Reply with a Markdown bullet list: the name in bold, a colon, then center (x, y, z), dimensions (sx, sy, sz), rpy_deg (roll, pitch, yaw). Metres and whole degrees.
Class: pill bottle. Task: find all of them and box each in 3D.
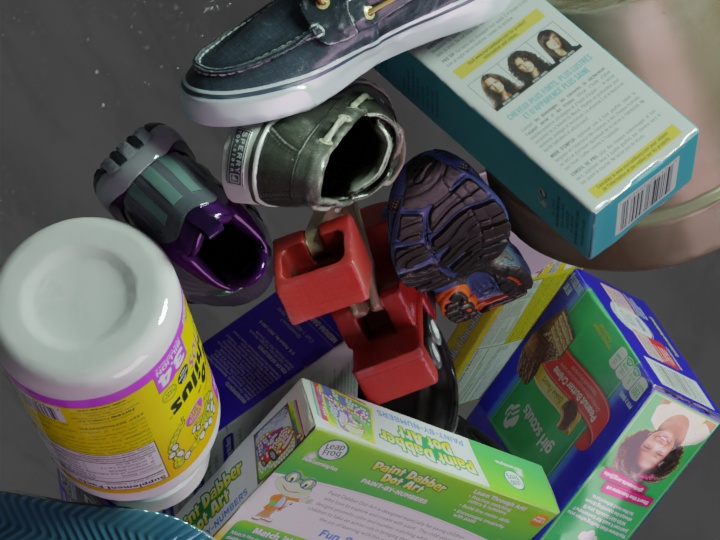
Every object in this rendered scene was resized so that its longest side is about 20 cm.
- **pill bottle**: center (-0.135, 0.061, 1.287), dimensions (0.104, 0.104, 0.200), rpy_deg (-40, 154, -14)

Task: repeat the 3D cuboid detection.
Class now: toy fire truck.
- **toy fire truck**: center (0.000, 0.000, 1.383), dimensions (0.049, 0.200, 0.141), rpy_deg (-20, 119, 13)

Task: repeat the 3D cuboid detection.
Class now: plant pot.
- **plant pot**: center (0.156, -0.128, 1.394), dimensions (0.200, 0.200, 0.174), rpy_deg (-38, 138, -17)

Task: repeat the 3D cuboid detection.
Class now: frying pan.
- **frying pan**: center (0.050, 0.080, 1.592), dimensions (0.031, 0.116, 0.190), rpy_deg (-19, 152, 33)

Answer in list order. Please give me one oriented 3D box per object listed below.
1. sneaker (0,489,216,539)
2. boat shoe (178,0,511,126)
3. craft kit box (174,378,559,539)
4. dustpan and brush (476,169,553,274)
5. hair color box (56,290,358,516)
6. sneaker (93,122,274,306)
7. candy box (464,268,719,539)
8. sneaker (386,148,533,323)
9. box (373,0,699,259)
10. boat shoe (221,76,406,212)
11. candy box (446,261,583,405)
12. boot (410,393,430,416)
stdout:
- **sneaker**: center (-0.147, 0.169, 1.342), dimensions (0.081, 0.199, 0.077), rpy_deg (47, 59, -80)
- **boat shoe**: center (-0.014, -0.153, 1.222), dimensions (0.200, 0.071, 0.091), rpy_deg (-27, 127, -18)
- **craft kit box**: center (-0.014, 0.169, 1.427), dimensions (0.199, 0.049, 0.198), rpy_deg (23, 125, -35)
- **dustpan and brush**: center (0.114, -0.045, 1.520), dimensions (0.199, 0.058, 0.139), rpy_deg (-17, 156, 28)
- **hair color box**: center (-0.093, 0.102, 1.459), dimensions (0.200, 0.065, 0.110), rpy_deg (-37, 153, -25)
- **sneaker**: center (-0.080, -0.005, 1.294), dimensions (0.074, 0.088, 0.200), rpy_deg (-46, 154, -1)
- **candy box**: center (0.151, 0.127, 1.686), dimensions (0.077, 0.169, 0.200), rpy_deg (25, 109, -27)
- **sneaker**: center (0.048, -0.030, 1.388), dimensions (0.075, 0.079, 0.200), rpy_deg (-27, 160, 1)
- **box**: center (0.086, -0.101, 1.279), dimensions (0.082, 0.200, 0.049), rpy_deg (-37, 154, -20)
- **boat shoe**: center (-0.010, -0.064, 1.288), dimensions (0.200, 0.063, 0.071), rpy_deg (-31, 131, -66)
- **candy box**: center (0.120, 0.016, 1.705), dimensions (0.102, 0.026, 0.201), rpy_deg (-7, 134, -53)
- **boot**: center (-0.007, 0.146, 1.595), dimensions (0.199, 0.075, 0.108), rpy_deg (-15, 105, -47)
